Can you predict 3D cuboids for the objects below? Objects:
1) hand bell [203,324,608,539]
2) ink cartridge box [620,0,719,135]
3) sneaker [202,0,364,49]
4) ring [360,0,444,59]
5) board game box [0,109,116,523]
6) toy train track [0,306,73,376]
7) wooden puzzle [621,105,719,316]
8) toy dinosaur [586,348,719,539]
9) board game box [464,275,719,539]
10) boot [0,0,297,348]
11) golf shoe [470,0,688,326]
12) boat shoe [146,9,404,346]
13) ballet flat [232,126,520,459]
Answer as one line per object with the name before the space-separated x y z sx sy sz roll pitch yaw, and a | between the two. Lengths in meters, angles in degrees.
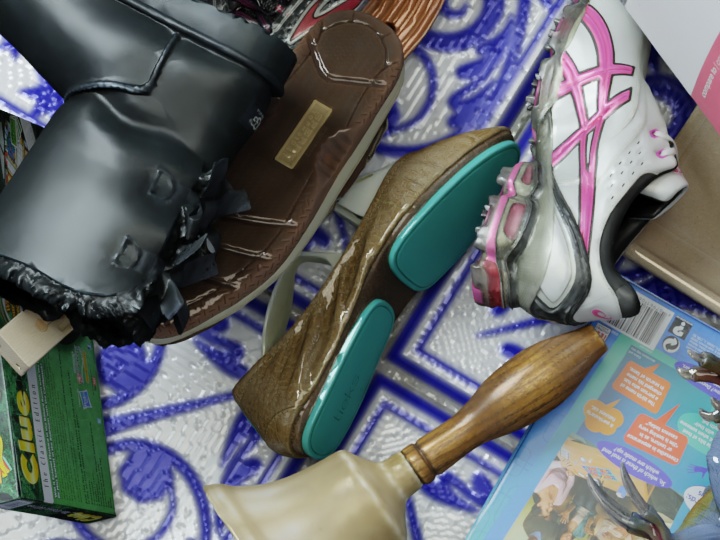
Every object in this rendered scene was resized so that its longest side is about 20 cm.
hand bell | 0.034 0.088 1.446 0.200 0.104 0.104 -36 78 -2
ink cartridge box | 0.198 -0.173 1.482 0.146 0.083 0.200 -24 68 -24
sneaker | -0.035 -0.152 1.507 0.200 0.075 0.081 -44 79 -7
ring | -0.048 -0.175 1.560 0.199 0.019 0.201 0 77 1
board game box | -0.164 0.021 1.477 0.023 0.105 0.201 -13 75 18
toy train track | -0.118 -0.009 1.479 0.115 0.033 0.200 48 47 -3
wooden puzzle | 0.252 -0.040 1.509 0.185 0.037 0.200 32 74 10
toy dinosaur | 0.163 0.129 1.370 0.199 0.105 0.182 3 61 8
board game box | 0.141 0.125 1.471 0.152 0.045 0.200 30 79 8
boot | -0.139 -0.063 1.413 0.198 0.073 0.163 24 78 18
golf shoe | 0.123 -0.060 1.486 0.092 0.073 0.201 13 65 14
boat shoe | -0.046 -0.033 1.473 0.075 0.075 0.202 38 71 14
ballet flat | 0.000 0.000 1.503 0.072 0.068 0.200 29 83 29
